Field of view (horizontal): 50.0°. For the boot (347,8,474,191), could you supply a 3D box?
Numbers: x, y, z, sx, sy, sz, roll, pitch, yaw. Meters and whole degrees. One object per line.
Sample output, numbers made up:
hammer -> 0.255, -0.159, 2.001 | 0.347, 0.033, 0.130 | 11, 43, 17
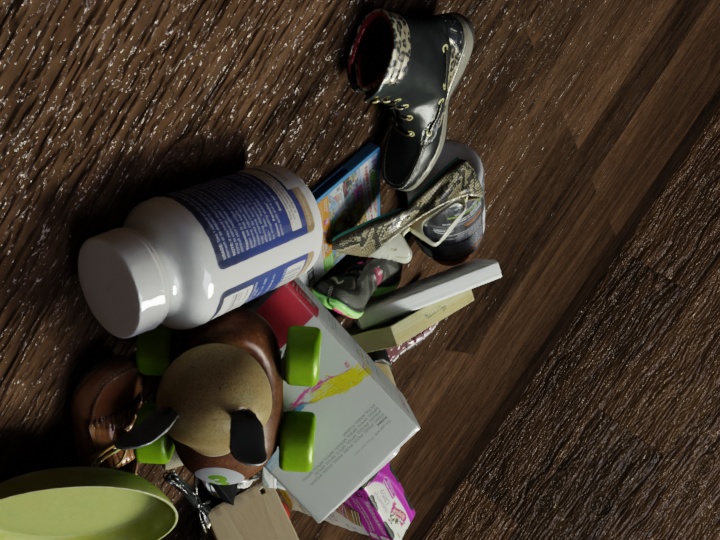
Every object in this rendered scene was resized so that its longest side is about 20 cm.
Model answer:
boot -> 0.036, -0.178, 0.824 | 0.153, 0.073, 0.206 | -15, 131, -52

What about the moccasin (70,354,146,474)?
moccasin -> -0.240, 0.165, 0.749 | 0.073, 0.077, 0.203 | -21, 140, -48

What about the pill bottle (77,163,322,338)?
pill bottle -> -0.134, -0.017, 0.665 | 0.199, 0.111, 0.112 | -27, 145, -46

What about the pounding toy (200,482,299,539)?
pounding toy -> -0.140, 0.395, 1.119 | 0.141, 0.186, 0.201 | -22, 160, -23

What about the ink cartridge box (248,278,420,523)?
ink cartridge box -> -0.059, 0.125, 0.812 | 0.145, 0.200, 0.145 | -43, -174, 0

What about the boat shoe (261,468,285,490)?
boat shoe -> -0.084, 0.188, 1.024 | 0.074, 0.064, 0.205 | 67, 34, -81

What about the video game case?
video game case -> -0.047, -0.044, 0.911 | 0.200, 0.018, 0.144 | -43, 154, -25

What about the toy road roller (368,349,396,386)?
toy road roller -> -0.036, 0.200, 1.133 | 0.144, 0.124, 0.201 | 12, 131, -31

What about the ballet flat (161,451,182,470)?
ballet flat -> -0.161, 0.169, 0.925 | 0.201, 0.062, 0.068 | -51, 157, -7

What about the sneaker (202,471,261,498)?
sneaker -> -0.167, 0.262, 1.028 | 0.073, 0.071, 0.201 | -39, 155, -31

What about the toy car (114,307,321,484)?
toy car -> -0.119, 0.122, 0.634 | 0.200, 0.162, 0.160 | -99, -168, -83

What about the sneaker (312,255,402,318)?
sneaker -> 0.000, 0.000, 1.002 | 0.200, 0.076, 0.085 | -36, 147, -60

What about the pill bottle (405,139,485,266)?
pill bottle -> 0.120, -0.081, 1.066 | 0.106, 0.106, 0.201 | -47, 156, -14

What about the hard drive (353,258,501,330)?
hard drive -> 0.085, 0.031, 1.071 | 0.197, 0.027, 0.132 | -20, -177, -5

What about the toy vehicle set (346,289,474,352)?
toy vehicle set -> 0.058, 0.069, 1.076 | 0.123, 0.027, 0.199 | -17, -176, 41

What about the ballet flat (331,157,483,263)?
ballet flat -> 0.064, -0.057, 0.922 | 0.199, 0.076, 0.068 | -33, 177, -9

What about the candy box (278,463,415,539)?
candy box -> -0.036, 0.299, 1.085 | 0.061, 0.198, 0.137 | -52, 132, -34

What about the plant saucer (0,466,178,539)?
plant saucer -> -0.273, 0.229, 0.725 | 0.197, 0.031, 0.201 | -9, 145, -7

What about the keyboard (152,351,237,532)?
keyboard -> -0.173, 0.192, 0.821 | 0.201, 0.020, 0.128 | 70, 21, -44

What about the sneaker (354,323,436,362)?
sneaker -> 0.056, 0.080, 1.207 | 0.200, 0.075, 0.116 | -47, 153, -14
